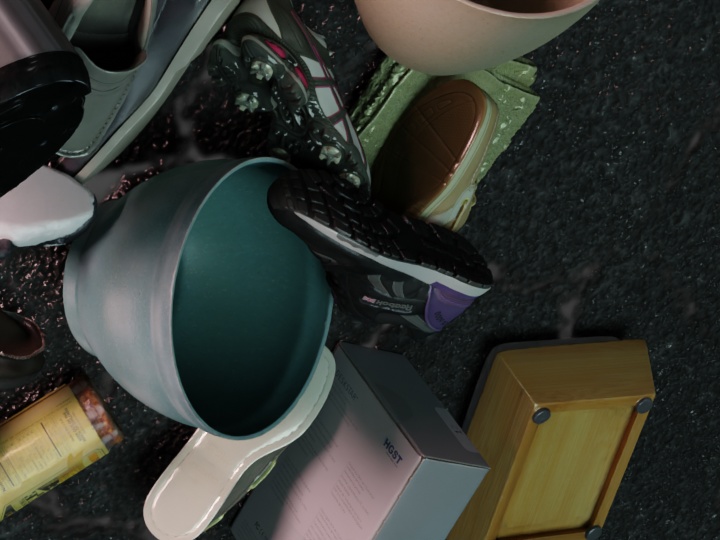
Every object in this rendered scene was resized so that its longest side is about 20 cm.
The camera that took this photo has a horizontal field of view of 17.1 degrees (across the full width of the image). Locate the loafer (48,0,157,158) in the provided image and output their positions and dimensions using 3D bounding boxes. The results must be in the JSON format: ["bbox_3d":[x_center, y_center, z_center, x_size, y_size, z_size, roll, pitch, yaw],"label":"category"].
[{"bbox_3d":[-0.173,-0.146,1.556,0.070,0.070,0.201,-4,136,-23],"label":"loafer"}]

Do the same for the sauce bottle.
[{"bbox_3d":[-0.277,0.156,1.823,0.199,0.066,0.066,-32,135,-3],"label":"sauce bottle"}]

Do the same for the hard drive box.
[{"bbox_3d":[-0.005,0.187,1.951,0.077,0.156,0.201,13,117,-38],"label":"hard drive box"}]

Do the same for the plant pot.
[{"bbox_3d":[-0.128,0.013,1.724,0.200,0.134,0.202,-19,112,-55],"label":"plant pot"}]

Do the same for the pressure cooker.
[{"bbox_3d":[-0.287,-0.141,1.493,0.175,0.200,0.179,-33,169,-13],"label":"pressure cooker"}]

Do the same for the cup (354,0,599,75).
[{"bbox_3d":[0.068,-0.218,1.673,0.199,0.201,0.143,-8,154,-26],"label":"cup"}]

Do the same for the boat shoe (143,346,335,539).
[{"bbox_3d":[-0.097,0.136,1.920,0.202,0.072,0.060,-48,176,-6],"label":"boat shoe"}]

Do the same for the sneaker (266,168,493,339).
[{"bbox_3d":[0.000,0.000,1.730,0.199,0.076,0.088,25,120,-35],"label":"sneaker"}]

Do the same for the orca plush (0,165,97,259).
[{"bbox_3d":[-0.287,-0.034,1.656,0.199,0.106,0.071,-9,151,-24],"label":"orca plush"}]

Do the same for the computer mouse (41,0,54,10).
[{"bbox_3d":[-0.197,-0.197,1.609,0.140,0.046,0.201,-7,120,-29],"label":"computer mouse"}]

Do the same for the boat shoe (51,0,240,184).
[{"bbox_3d":[-0.162,-0.140,1.678,0.063,0.073,0.200,40,109,-1],"label":"boat shoe"}]

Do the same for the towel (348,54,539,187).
[{"bbox_3d":[0.040,-0.095,1.840,0.148,0.037,0.200,19,112,-41],"label":"towel"}]

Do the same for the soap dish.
[{"bbox_3d":[0.163,0.155,2.082,0.157,0.081,0.201,-3,127,-30],"label":"soap dish"}]

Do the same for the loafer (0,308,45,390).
[{"bbox_3d":[-0.298,0.028,1.698,0.199,0.073,0.071,20,114,-40],"label":"loafer"}]

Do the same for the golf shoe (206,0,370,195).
[{"bbox_3d":[-0.035,-0.122,1.730,0.200,0.077,0.088,60,40,-45],"label":"golf shoe"}]

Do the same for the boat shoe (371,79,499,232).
[{"bbox_3d":[0.049,-0.056,1.807,0.066,0.074,0.200,6,126,-47],"label":"boat shoe"}]
